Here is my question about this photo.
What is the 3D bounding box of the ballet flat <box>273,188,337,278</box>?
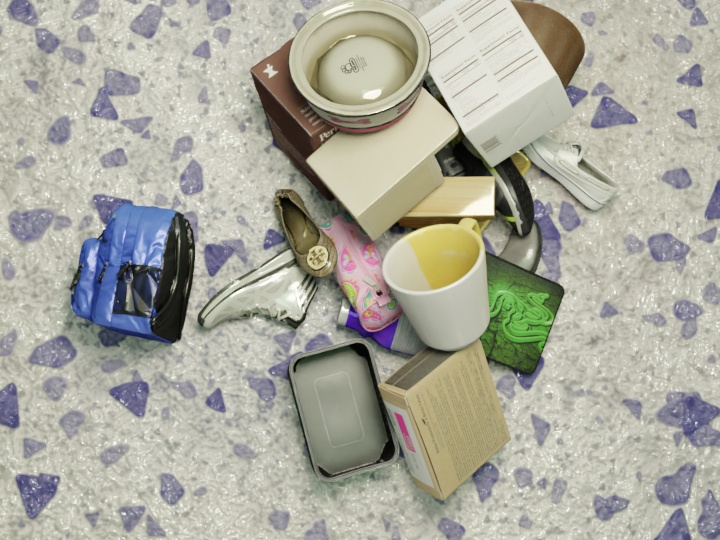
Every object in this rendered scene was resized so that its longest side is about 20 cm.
[{"bbox_3d":[-0.094,-0.066,1.343,0.067,0.046,0.200,-35,51,7],"label":"ballet flat"}]

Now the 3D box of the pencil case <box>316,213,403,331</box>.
[{"bbox_3d":[0.000,0.000,1.334,0.087,0.088,0.200,-22,54,-10],"label":"pencil case"}]

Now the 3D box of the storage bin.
[{"bbox_3d":[-0.030,0.220,1.331,0.134,0.094,0.201,-14,82,-8],"label":"storage bin"}]

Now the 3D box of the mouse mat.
[{"bbox_3d":[0.234,0.069,1.371,0.199,0.008,0.162,22,88,-24],"label":"mouse mat"}]

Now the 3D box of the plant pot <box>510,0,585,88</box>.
[{"bbox_3d":[0.251,-0.304,1.387,0.186,0.187,0.201,24,71,-2],"label":"plant pot"}]

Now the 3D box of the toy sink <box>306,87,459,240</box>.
[{"bbox_3d":[0.045,-0.166,1.254,0.200,0.112,0.130,-42,66,1],"label":"toy sink"}]

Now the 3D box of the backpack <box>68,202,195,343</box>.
[{"bbox_3d":[-0.346,-0.003,1.296,0.167,0.163,0.201,11,81,-1],"label":"backpack"}]

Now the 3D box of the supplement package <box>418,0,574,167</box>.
[{"bbox_3d":[0.192,-0.293,1.243,0.150,0.152,0.201,-32,67,14],"label":"supplement package"}]

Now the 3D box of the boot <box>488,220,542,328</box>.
[{"bbox_3d":[0.221,-0.010,1.389,0.131,0.070,0.201,21,77,-24],"label":"boot"}]

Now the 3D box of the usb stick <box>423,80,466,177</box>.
[{"bbox_3d":[0.120,-0.240,1.405,0.055,0.033,0.201,-27,85,-11],"label":"usb stick"}]

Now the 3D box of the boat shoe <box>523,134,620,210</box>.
[{"bbox_3d":[0.359,-0.191,1.446,0.200,0.065,0.074,37,39,-7],"label":"boat shoe"}]

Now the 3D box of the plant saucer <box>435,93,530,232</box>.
[{"bbox_3d":[0.156,-0.166,1.438,0.200,0.048,0.200,37,79,1],"label":"plant saucer"}]

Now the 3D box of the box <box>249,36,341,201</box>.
[{"bbox_3d":[-0.047,-0.253,1.333,0.166,0.200,0.164,-37,67,-10],"label":"box"}]

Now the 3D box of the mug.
[{"bbox_3d":[0.139,0.027,1.242,0.186,0.149,0.154,-31,128,-12],"label":"mug"}]

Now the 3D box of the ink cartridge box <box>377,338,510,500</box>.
[{"bbox_3d":[0.133,0.220,1.297,0.164,0.075,0.201,-32,116,-28],"label":"ink cartridge box"}]

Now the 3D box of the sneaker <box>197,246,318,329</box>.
[{"bbox_3d":[-0.155,0.059,1.351,0.200,0.076,0.116,-34,84,-13],"label":"sneaker"}]

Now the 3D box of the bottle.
[{"bbox_3d":[0.061,0.090,1.372,0.199,0.065,0.084,14,103,-4],"label":"bottle"}]

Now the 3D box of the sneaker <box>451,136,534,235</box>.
[{"bbox_3d":[0.215,-0.142,1.372,0.201,0.083,0.072,60,36,-16],"label":"sneaker"}]

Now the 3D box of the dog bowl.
[{"bbox_3d":[0.002,-0.283,1.190,0.199,0.074,0.201,-2,66,5],"label":"dog bowl"}]

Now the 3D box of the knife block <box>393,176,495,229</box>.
[{"bbox_3d":[0.088,-0.110,1.313,0.175,0.200,0.064,8,79,-35],"label":"knife block"}]
